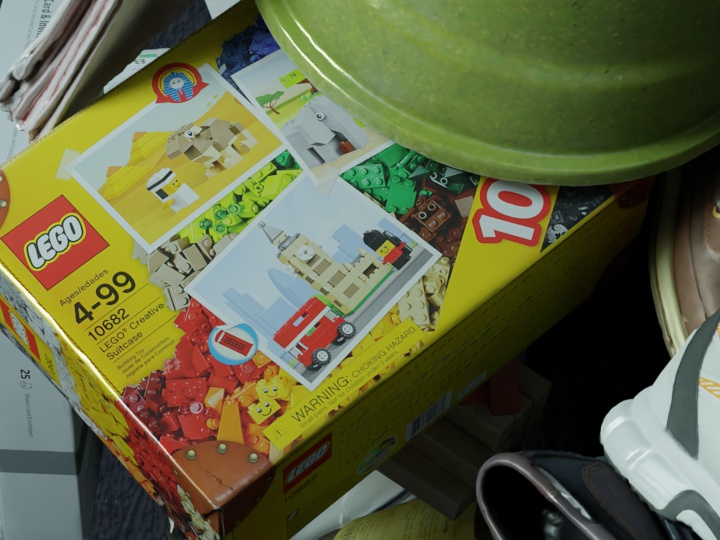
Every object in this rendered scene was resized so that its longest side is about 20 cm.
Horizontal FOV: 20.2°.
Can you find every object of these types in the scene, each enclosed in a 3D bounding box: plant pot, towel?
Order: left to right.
[{"bbox_3d":[-0.053,-0.155,0.738,0.191,0.032,0.200,-54,4,29],"label":"towel"},{"bbox_3d":[0.072,-0.160,0.654,0.184,0.200,0.200,108,158,-55],"label":"plant pot"}]

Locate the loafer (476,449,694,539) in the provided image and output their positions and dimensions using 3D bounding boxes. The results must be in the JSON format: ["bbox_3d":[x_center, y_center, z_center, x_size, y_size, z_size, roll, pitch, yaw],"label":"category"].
[{"bbox_3d":[0.090,0.132,0.621,0.072,0.063,0.200,-52,39,22],"label":"loafer"}]

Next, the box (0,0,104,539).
[{"bbox_3d":[-0.132,-0.004,0.858,0.156,0.041,0.200,-90,0,-52],"label":"box"}]

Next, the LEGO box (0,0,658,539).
[{"bbox_3d":[-0.019,-0.013,0.716,0.200,0.077,0.149,-38,69,-20],"label":"LEGO box"}]

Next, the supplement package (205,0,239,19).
[{"bbox_3d":[-0.031,-0.228,0.909,0.121,0.120,0.200,3,116,64],"label":"supplement package"}]

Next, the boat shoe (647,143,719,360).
[{"bbox_3d":[0.148,-0.015,0.721,0.068,0.072,0.200,-34,47,40],"label":"boat shoe"}]

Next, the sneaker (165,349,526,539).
[{"bbox_3d":[-0.009,0.076,0.875,0.200,0.071,0.073,-48,42,26],"label":"sneaker"}]

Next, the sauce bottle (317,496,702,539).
[{"bbox_3d":[0.060,0.108,0.780,0.200,0.065,0.065,-27,54,44],"label":"sauce bottle"}]

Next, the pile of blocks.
[{"bbox_3d":[0.000,0.000,0.783,0.200,0.082,0.062,55,151,32],"label":"pile of blocks"}]

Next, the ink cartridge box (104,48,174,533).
[{"bbox_3d":[-0.085,0.002,0.923,0.200,0.050,0.161,-124,29,-63],"label":"ink cartridge box"}]

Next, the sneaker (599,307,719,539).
[{"bbox_3d":[0.143,0.070,0.579,0.080,0.074,0.200,-56,38,13],"label":"sneaker"}]
